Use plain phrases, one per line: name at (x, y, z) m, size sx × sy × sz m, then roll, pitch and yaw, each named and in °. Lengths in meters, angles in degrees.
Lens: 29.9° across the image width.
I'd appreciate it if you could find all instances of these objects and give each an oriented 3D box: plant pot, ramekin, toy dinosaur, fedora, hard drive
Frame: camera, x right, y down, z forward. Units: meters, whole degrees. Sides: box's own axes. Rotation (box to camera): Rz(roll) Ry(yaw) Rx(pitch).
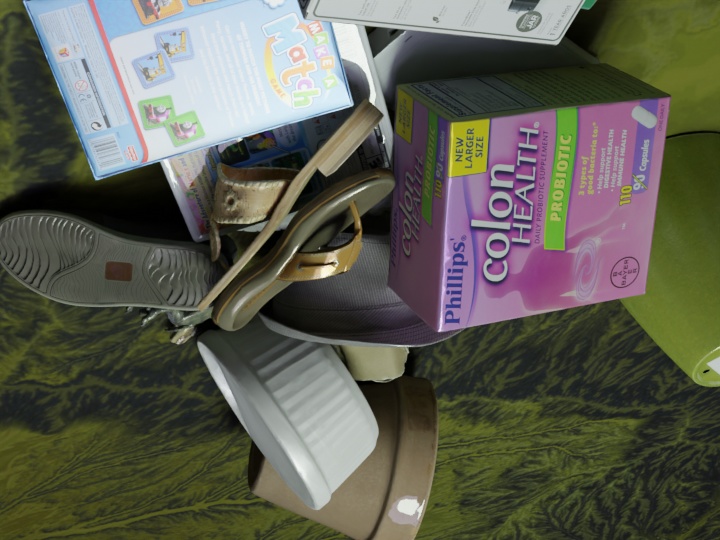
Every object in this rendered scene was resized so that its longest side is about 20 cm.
plant pot at (0.328, 0.003, 1.302) m, size 0.187 × 0.200 × 0.187 m, roll -12°, pitch 146°, yaw -8°
ramekin at (-0.066, 0.123, 1.308) m, size 0.094 × 0.202 × 0.202 m, roll -35°, pitch 149°, yaw -13°
toy dinosaur at (-0.163, 0.032, 1.227) m, size 0.088 × 0.048 × 0.200 m, roll 2°, pitch 169°, yaw -22°
fedora at (0.000, 0.000, 1.195) m, size 0.200 × 0.090 × 0.177 m, roll 8°, pitch -160°, yaw 35°
hard drive at (0.095, -0.164, 1.109) m, size 0.132 × 0.026 × 0.200 m, roll -37°, pitch 141°, yaw 27°
plant pot at (-0.026, 0.200, 1.462) m, size 0.174 × 0.200 × 0.200 m, roll 13°, pitch 139°, yaw -12°

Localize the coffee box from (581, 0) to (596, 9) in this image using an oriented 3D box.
coffee box at (0.111, -0.257, 0.964) m, size 0.200 × 0.044 × 0.123 m, roll 3°, pitch 141°, yaw -27°

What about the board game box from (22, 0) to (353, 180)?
board game box at (-0.118, -0.160, 0.963) m, size 0.200 × 0.037 × 0.151 m, roll -15°, pitch 127°, yaw -1°

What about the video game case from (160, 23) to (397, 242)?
video game case at (-0.074, -0.126, 1.043) m, size 0.182 × 0.024 × 0.200 m, roll -17°, pitch 131°, yaw 0°

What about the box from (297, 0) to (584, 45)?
box at (0.063, -0.219, 0.901) m, size 0.200 × 0.060 × 0.117 m, roll 0°, pitch 143°, yaw -24°

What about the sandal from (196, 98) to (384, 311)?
sandal at (-0.077, -0.067, 1.047) m, size 0.070 × 0.078 × 0.212 m, roll 43°, pitch 105°, yaw -5°

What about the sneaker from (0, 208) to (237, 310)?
sneaker at (-0.205, -0.013, 1.152) m, size 0.200 × 0.106 × 0.075 m, roll 12°, pitch 103°, yaw -1°

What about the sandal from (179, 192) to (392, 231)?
sandal at (-0.055, -0.069, 1.160) m, size 0.202 × 0.050 × 0.082 m, roll -4°, pitch 161°, yaw -8°

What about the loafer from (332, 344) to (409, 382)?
loafer at (0.015, 0.073, 1.320) m, size 0.076 × 0.068 × 0.200 m, roll -5°, pitch 171°, yaw 13°

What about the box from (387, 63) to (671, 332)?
box at (0.133, -0.063, 1.088) m, size 0.200 × 0.097 × 0.176 m, roll -8°, pitch 117°, yaw -22°

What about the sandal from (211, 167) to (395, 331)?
sandal at (-0.039, -0.009, 1.089) m, size 0.200 × 0.054 × 0.080 m, roll -43°, pitch 166°, yaw 19°
